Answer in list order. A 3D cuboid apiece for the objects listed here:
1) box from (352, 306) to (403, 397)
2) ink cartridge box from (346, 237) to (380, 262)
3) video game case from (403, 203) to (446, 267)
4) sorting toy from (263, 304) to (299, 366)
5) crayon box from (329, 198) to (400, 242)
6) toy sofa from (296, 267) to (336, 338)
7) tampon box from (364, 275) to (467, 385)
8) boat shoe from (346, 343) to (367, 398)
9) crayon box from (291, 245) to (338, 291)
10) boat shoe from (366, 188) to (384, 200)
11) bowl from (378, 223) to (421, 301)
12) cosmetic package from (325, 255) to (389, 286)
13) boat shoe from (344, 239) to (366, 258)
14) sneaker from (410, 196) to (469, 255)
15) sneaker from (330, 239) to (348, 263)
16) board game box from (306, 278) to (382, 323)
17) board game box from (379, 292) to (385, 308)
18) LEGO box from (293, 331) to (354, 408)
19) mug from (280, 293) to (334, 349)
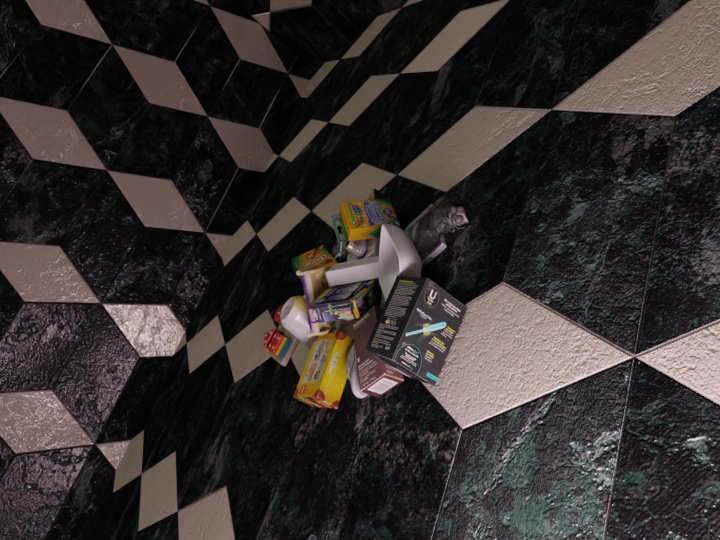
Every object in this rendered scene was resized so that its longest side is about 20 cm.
[{"bbox_3d":[0.042,0.208,1.360,0.100,0.074,0.204,-41,40,33],"label":"box"},{"bbox_3d":[0.032,-0.074,1.702,0.144,0.083,0.204,-36,33,36],"label":"ink cartridge box"},{"bbox_3d":[0.167,-0.077,1.543,0.182,0.023,0.203,-43,30,27],"label":"video game case"},{"bbox_3d":[-0.288,0.226,1.946,0.204,0.069,0.197,-62,27,-8],"label":"sorting toy"},{"bbox_3d":[0.013,-0.158,1.630,0.052,0.194,0.128,101,156,-48],"label":"crayon box"},{"bbox_3d":[-0.147,0.096,1.601,0.095,0.082,0.206,-7,94,27],"label":"toy sofa"},{"bbox_3d":[0.130,0.137,1.237,0.125,0.148,0.204,4,64,58],"label":"tampon box"},{"bbox_3d":[-0.009,0.270,1.425,0.066,0.071,0.203,-45,28,30],"label":"boat shoe"},{"bbox_3d":[-0.129,0.010,1.722,0.125,0.052,0.200,-25,47,-21],"label":"crayon box"},{"bbox_3d":[0.052,-0.213,1.839,0.065,0.071,0.202,-48,18,26],"label":"boat shoe"},{"bbox_3d":[0.105,-0.004,1.394,0.202,0.072,0.204,-112,21,-52],"label":"bowl"},{"bbox_3d":[0.000,0.000,1.575,0.195,0.052,0.082,-10,12,22],"label":"cosmetic package"},{"bbox_3d":[-0.020,-0.120,1.675,0.072,0.061,0.202,-44,29,23],"label":"boat shoe"},{"bbox_3d":[0.216,-0.121,1.413,0.200,0.077,0.113,-48,28,-20],"label":"sneaker"},{"bbox_3d":[-0.073,-0.059,1.826,0.200,0.072,0.090,146,128,-68],"label":"sneaker"},{"bbox_3d":[-0.040,0.083,1.529,0.161,0.058,0.200,-10,15,27],"label":"board game box"},{"bbox_3d":[0.084,0.132,1.458,0.095,0.030,0.204,-29,37,43],"label":"board game box"},{"bbox_3d":[-0.102,0.292,1.548,0.147,0.076,0.204,-16,48,54],"label":"LEGO box"},{"bbox_3d":[-0.180,0.147,1.754,0.148,0.152,0.190,-23,42,48],"label":"mug"}]
